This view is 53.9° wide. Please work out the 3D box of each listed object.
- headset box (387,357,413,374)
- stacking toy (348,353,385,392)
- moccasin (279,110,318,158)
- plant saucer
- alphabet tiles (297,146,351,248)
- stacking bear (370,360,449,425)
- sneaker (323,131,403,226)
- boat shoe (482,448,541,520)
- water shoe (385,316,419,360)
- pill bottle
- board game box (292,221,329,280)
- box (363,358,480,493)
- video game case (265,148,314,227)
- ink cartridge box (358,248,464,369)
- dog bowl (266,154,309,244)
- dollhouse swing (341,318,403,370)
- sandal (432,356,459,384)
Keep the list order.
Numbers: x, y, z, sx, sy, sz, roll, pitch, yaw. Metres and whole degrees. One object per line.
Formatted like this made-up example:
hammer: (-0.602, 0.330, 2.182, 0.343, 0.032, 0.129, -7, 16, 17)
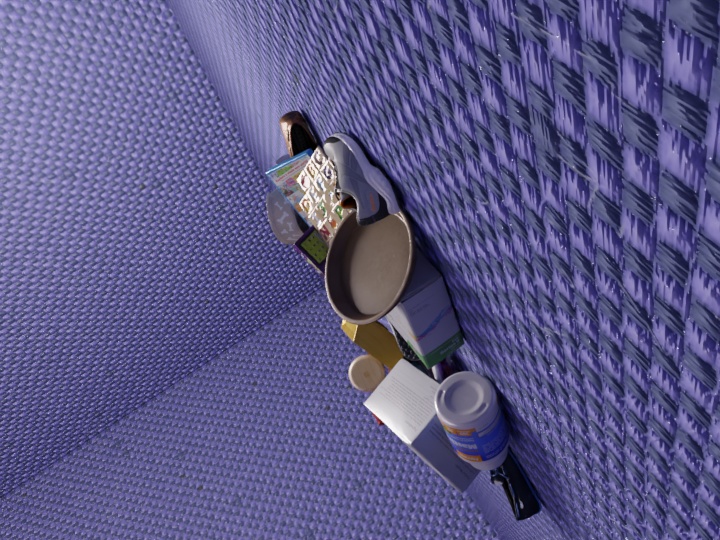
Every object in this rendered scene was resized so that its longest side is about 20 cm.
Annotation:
headset box: (0.119, 0.254, 1.862, 0.200, 0.074, 0.150, -160, 57, -80)
stacking toy: (0.026, 0.237, 1.713, 0.086, 0.085, 0.200, 57, -174, 5)
moccasin: (-0.102, -0.226, 1.442, 0.078, 0.073, 0.202, -117, 9, -53)
plant saucer: (0.018, -0.013, 1.111, 0.029, 0.201, 0.200, 16, -155, -40)
alphabet tiles: (-0.046, -0.123, 1.319, 0.201, 0.006, 0.167, 56, 138, 14)
stacking bear: (0.110, 0.275, 1.621, 0.114, 0.199, 0.122, 49, 170, 51)
sneaker: (-0.015, -0.144, 1.090, 0.200, 0.079, 0.074, 54, 175, 40)
boat shoe: (0.303, 0.429, 1.479, 0.201, 0.068, 0.084, 59, 174, 11)
water shoe: (0.087, 0.077, 1.403, 0.079, 0.071, 0.202, -44, -58, -66)
pill bottle: (0.210, 0.282, 1.287, 0.112, 0.112, 0.201, 51, 171, 46)
board game box: (-0.025, -0.020, 1.403, 0.200, 0.120, 0.032, 45, 164, -4)
box: (0.146, 0.316, 1.457, 0.199, 0.131, 0.200, 47, 170, -31)
video game case: (-0.087, -0.146, 1.442, 0.143, 0.018, 0.200, -14, 123, 47)
ink cartridge box: (0.088, 0.047, 1.194, 0.145, 0.087, 0.200, 51, 173, 42)
dog bowl: (-0.136, -0.158, 1.580, 0.200, 0.058, 0.202, 3, -90, -68)
dollhouse swing: (0.055, 0.104, 1.637, 0.181, 0.176, 0.200, 36, 177, -10)
sandal: (0.180, 0.208, 1.476, 0.203, 0.049, 0.083, 58, -168, -60)
